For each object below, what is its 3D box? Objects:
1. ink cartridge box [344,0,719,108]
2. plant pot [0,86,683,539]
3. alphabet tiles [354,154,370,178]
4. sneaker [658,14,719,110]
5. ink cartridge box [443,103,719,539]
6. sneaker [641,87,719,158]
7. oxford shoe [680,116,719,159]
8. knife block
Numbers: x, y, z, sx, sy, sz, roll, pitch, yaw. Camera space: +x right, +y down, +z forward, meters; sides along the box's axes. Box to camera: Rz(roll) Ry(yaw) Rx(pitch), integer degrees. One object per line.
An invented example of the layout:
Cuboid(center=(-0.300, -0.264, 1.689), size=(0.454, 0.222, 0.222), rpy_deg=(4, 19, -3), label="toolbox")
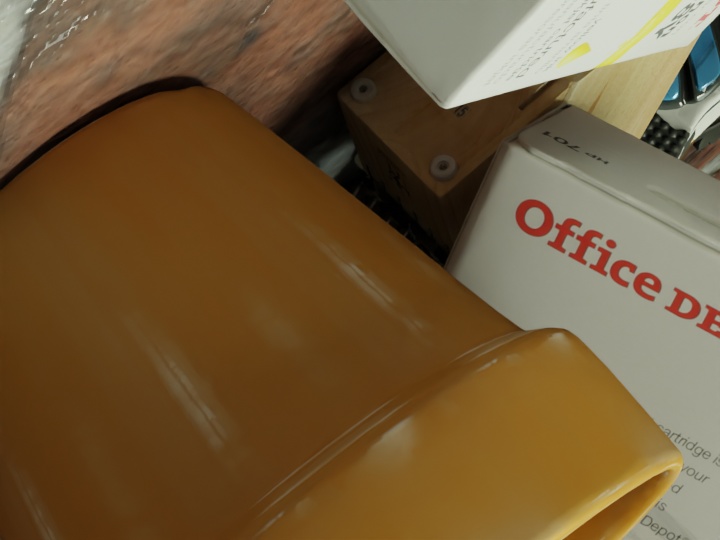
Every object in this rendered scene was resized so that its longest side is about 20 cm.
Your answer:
Cuboid(center=(0.084, -0.133, 0.611), size=(0.145, 0.084, 0.200), rpy_deg=(-47, 168, 27), label="ink cartridge box")
Cuboid(center=(-0.035, 0.053, 0.644), size=(0.200, 0.184, 0.200), rpy_deg=(-37, 166, -11), label="plant pot")
Cuboid(center=(0.068, -0.084, 0.943), size=(0.196, 0.015, 0.200), rpy_deg=(-46, 168, 22), label="alphabet tiles")
Cuboid(center=(0.162, -0.152, 0.883), size=(0.200, 0.073, 0.082), rpy_deg=(-46, -170, -5), label="sneaker")
Cuboid(center=(0.085, 0.065, 0.744), size=(0.201, 0.146, 0.086), rpy_deg=(-66, 166, 20), label="ink cartridge box")
Cuboid(center=(0.119, -0.063, 0.967), size=(0.200, 0.074, 0.080), rpy_deg=(-37, 170, -24), label="sneaker")
Cuboid(center=(0.153, -0.091, 1.096), size=(0.200, 0.072, 0.085), rpy_deg=(-42, 164, -44), label="oxford shoe")
Cuboid(center=(0.061, -0.039, 0.843), size=(0.200, 0.064, 0.176), rpy_deg=(-40, 154, -8), label="knife block")
